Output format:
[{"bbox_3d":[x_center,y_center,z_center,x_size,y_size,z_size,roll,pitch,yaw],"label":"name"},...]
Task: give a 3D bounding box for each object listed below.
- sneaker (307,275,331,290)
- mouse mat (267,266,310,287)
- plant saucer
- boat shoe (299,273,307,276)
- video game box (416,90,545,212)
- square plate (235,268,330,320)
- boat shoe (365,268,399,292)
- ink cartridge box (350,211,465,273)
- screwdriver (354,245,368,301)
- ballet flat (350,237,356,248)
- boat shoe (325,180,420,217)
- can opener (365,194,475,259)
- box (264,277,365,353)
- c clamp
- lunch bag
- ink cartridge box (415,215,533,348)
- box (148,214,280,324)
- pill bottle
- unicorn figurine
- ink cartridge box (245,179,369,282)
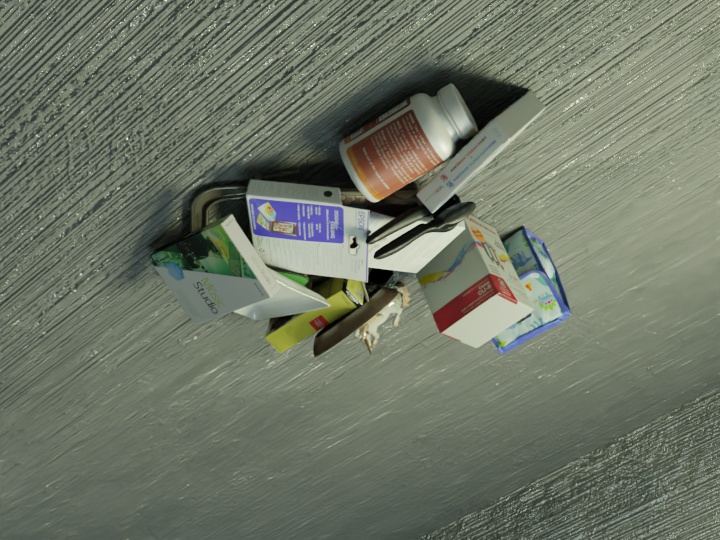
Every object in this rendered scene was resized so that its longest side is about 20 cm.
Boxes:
[{"bbox_3d":[-0.057,0.058,1.779,0.199,0.076,0.099,16,136,-45],"label":"sneaker"},{"bbox_3d":[-0.198,0.015,1.601,0.197,0.008,0.161,14,158,-17],"label":"mouse mat"},{"bbox_3d":[-0.015,0.089,1.704,0.199,0.032,0.200,-37,-177,3],"label":"plant saucer"},{"bbox_3d":[-0.129,-0.006,1.638,0.071,0.073,0.200,5,142,-35],"label":"boat shoe"},{"bbox_3d":[0.194,-0.191,1.453,0.182,0.047,0.200,-46,177,35],"label":"video game box"},{"bbox_3d":[-0.185,0.035,1.598,0.196,0.029,0.199,-11,152,40],"label":"square plate"},{"bbox_3d":[0.036,0.005,1.760,0.074,0.062,0.201,-15,150,-10],"label":"boat shoe"},{"bbox_3d":[0.058,-0.062,1.585,0.198,0.048,0.160,8,146,-32],"label":"ink cartridge box"},{"bbox_3d":[0.000,0.000,1.618,0.029,0.200,0.028,-44,117,9],"label":"screwdriver"},{"bbox_3d":[-0.044,-0.056,1.617,0.066,0.069,0.201,1,143,-19],"label":"ballet flat"},{"bbox_3d":[0.015,-0.131,1.522,0.198,0.074,0.074,-1,149,-39],"label":"boat shoe"},{"bbox_3d":[0.091,-0.077,1.474,0.198,0.064,0.079,-23,170,-25],"label":"can opener"},{"bbox_3d":[-0.084,0.073,1.681,0.199,0.076,0.050,-31,116,22],"label":"box"},{"bbox_3d":[-0.199,-0.090,1.508,0.169,0.027,0.201,-6,146,-22],"label":"c clamp"},{"bbox_3d":[0.317,0.045,1.849,0.169,0.202,0.127,-33,147,24],"label":"lunch bag"},{"bbox_3d":[0.205,0.015,1.739,0.144,0.202,0.145,-37,146,24],"label":"ink cartridge box"},{"bbox_3d":[-0.240,0.003,1.486,0.199,0.036,0.145,-20,110,39],"label":"box"},{"bbox_3d":[0.076,-0.199,1.405,0.198,0.113,0.112,-29,148,16],"label":"pill bottle"},{"bbox_3d":[0.034,0.101,1.859,0.073,0.201,0.138,24,155,12],"label":"unicorn figurine"},{"bbox_3d":[-0.080,-0.062,1.487,0.197,0.044,0.199,8,145,4],"label":"ink cartridge box"}]
